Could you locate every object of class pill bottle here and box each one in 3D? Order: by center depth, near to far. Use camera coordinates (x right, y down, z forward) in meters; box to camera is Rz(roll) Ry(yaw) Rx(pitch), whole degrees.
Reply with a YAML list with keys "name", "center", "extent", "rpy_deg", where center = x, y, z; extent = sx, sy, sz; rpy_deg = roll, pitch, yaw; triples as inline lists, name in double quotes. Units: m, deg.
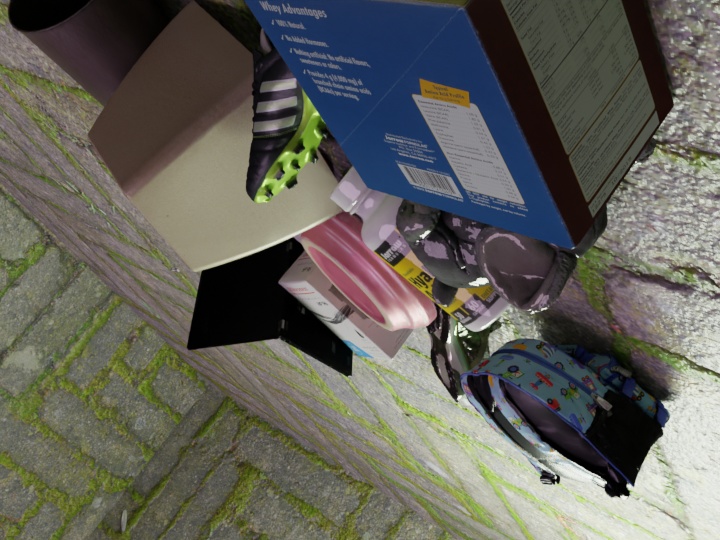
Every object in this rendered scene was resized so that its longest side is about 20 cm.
- name: "pill bottle"
  center: [0.071, -0.041, 0.896]
  extent: [0.200, 0.111, 0.111]
  rpy_deg: [39, 163, -3]

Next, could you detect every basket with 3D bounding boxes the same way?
- name: "basket"
  center: [-0.265, -0.246, 1.012]
  extent: [0.180, 0.136, 0.200]
  rpy_deg: [39, 173, 46]

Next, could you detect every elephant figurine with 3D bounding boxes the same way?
- name: "elephant figurine"
  center: [0.139, -0.037, 0.744]
  extent: [0.200, 0.142, 0.155]
  rpy_deg: [15, 168, 34]

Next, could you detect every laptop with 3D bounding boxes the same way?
- name: "laptop"
  center: [-0.119, 0.057, 1.289]
  extent: [0.200, 0.188, 0.116]
  rpy_deg: [33, 129, -29]

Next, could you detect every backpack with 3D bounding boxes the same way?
- name: "backpack"
  center: [0.223, 0.149, 1.041]
  extent: [0.200, 0.135, 0.183]
  rpy_deg: [40, 163, -11]

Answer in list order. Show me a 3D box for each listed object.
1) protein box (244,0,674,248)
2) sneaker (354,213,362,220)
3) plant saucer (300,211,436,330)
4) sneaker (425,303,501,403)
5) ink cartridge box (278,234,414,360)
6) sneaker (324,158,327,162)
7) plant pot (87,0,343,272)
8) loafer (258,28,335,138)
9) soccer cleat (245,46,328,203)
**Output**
- name: "protein box"
  center: [0.065, -0.147, 0.597]
  extent: [0.198, 0.135, 0.200]
  rpy_deg: [21, 156, 43]
- name: "sneaker"
  center: [0.060, -0.038, 1.013]
  extent: [0.200, 0.076, 0.080]
  rpy_deg: [47, 169, -4]
- name: "plant saucer"
  center: [0.000, 0.000, 1.047]
  extent: [0.200, 0.051, 0.201]
  rpy_deg: [43, 170, 10]
- name: "sneaker"
  center: [0.130, 0.064, 1.128]
  extent: [0.077, 0.088, 0.200]
  rpy_deg: [42, 148, 51]
- name: "ink cartridge box"
  center: [-0.032, 0.029, 1.202]
  extent: [0.200, 0.068, 0.116]
  rpy_deg: [43, 163, -15]
- name: "sneaker"
  center: [-0.103, -0.104, 1.136]
  extent: [0.200, 0.073, 0.077]
  rpy_deg: [-32, 73, 56]
- name: "plant pot"
  center: [-0.161, -0.122, 0.945]
  extent: [0.200, 0.177, 0.200]
  rpy_deg: [49, 174, 44]
- name: "loafer"
  center: [-0.015, -0.161, 0.833]
  extent: [0.200, 0.070, 0.070]
  rpy_deg: [33, 171, 16]
- name: "soccer cleat"
  center: [-0.066, -0.148, 0.803]
  extent: [0.081, 0.067, 0.200]
  rpy_deg: [42, 130, 17]
